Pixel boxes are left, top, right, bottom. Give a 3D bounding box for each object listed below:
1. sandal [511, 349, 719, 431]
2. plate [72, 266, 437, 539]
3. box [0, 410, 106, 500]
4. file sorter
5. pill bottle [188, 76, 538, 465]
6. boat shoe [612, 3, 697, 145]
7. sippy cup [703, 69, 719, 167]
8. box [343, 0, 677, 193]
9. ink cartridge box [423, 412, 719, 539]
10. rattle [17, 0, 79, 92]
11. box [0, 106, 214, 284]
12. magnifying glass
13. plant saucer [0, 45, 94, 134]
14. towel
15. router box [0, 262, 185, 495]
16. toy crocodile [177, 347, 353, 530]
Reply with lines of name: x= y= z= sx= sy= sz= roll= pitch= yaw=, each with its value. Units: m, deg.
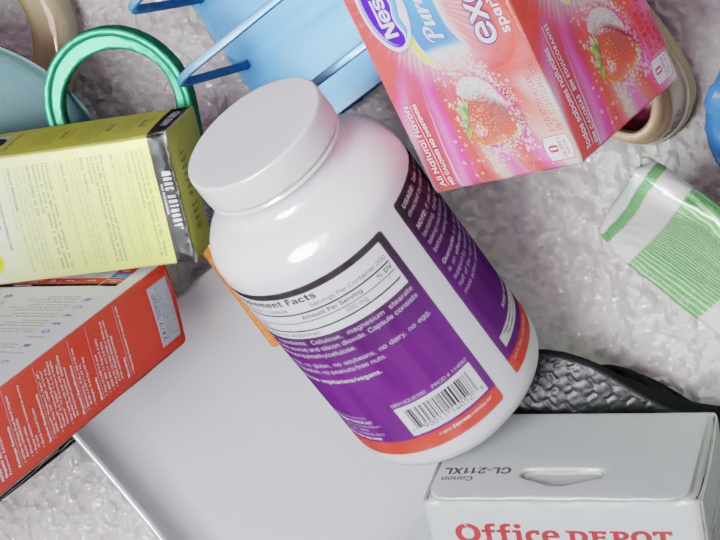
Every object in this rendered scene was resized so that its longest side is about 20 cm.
sandal: x=0.159 y=0.091 z=1.051 sx=0.200 sy=0.048 sz=0.076 roll=16 pitch=110 yaw=2
plate: x=-0.038 y=0.089 z=1.077 sx=0.200 sy=0.032 sz=0.200 roll=-39 pitch=87 yaw=-17
box: x=-0.223 y=0.114 z=1.089 sx=0.158 sy=0.200 sz=0.050 roll=-36 pitch=93 yaw=36
file sorter: x=-0.060 y=-0.178 z=1.027 sx=0.139 sy=0.123 sz=0.200 roll=-35 pitch=89 yaw=23
pill bottle: x=0.000 y=0.000 z=0.977 sx=0.112 sy=0.113 sz=0.200 roll=-23 pitch=124 yaw=22
boat shoe: x=0.102 y=-0.149 z=1.003 sx=0.074 sy=0.069 sz=0.200 roll=-41 pitch=86 yaw=22
sippy cup: x=0.241 y=-0.063 z=0.931 sx=0.130 sy=0.139 sz=0.178 roll=42 pitch=125 yaw=43
box: x=0.053 y=-0.150 z=0.919 sx=0.102 sy=0.095 sz=0.201 roll=-9 pitch=113 yaw=46
ink cartridge box: x=0.128 y=0.178 z=1.025 sx=0.145 sy=0.083 sz=0.201 roll=-2 pitch=119 yaw=20
rattle: x=-0.225 y=-0.093 z=1.098 sx=0.130 sy=0.143 sz=0.201 roll=-7 pitch=93 yaw=2
box: x=-0.179 y=-0.035 z=1.030 sx=0.199 sy=0.050 sz=0.076 roll=-8 pitch=110 yaw=16
magnifying glass: x=-0.097 y=-0.045 z=1.049 sx=0.079 sy=0.022 sz=0.200 roll=-34 pitch=96 yaw=12
plant saucer: x=-0.238 y=-0.051 z=1.096 sx=0.199 sy=0.027 sz=0.201 roll=-2 pitch=125 yaw=-3
towel: x=0.206 y=0.026 z=0.967 sx=0.200 sy=0.153 sz=0.023 roll=42 pitch=82 yaw=7
router box: x=-0.223 y=0.053 z=1.000 sx=0.199 sy=0.179 sz=0.049 roll=-1 pitch=113 yaw=30
toy crocodile: x=-0.058 y=0.103 z=1.122 sx=0.067 sy=0.062 sz=0.200 roll=-30 pitch=88 yaw=-17
